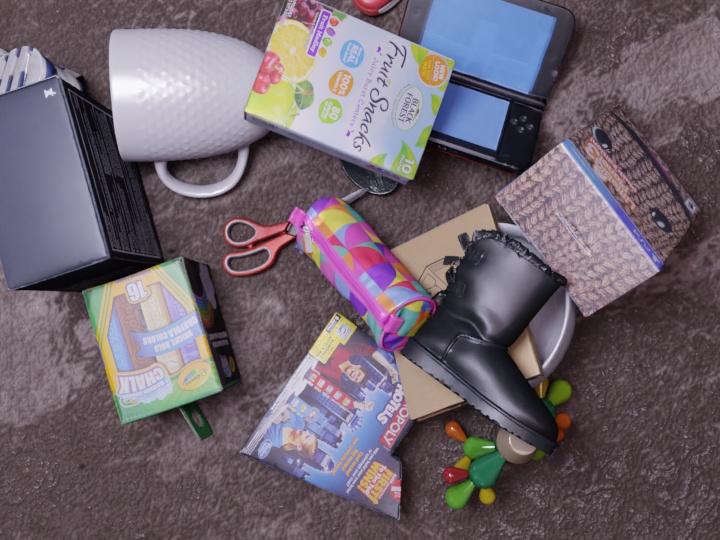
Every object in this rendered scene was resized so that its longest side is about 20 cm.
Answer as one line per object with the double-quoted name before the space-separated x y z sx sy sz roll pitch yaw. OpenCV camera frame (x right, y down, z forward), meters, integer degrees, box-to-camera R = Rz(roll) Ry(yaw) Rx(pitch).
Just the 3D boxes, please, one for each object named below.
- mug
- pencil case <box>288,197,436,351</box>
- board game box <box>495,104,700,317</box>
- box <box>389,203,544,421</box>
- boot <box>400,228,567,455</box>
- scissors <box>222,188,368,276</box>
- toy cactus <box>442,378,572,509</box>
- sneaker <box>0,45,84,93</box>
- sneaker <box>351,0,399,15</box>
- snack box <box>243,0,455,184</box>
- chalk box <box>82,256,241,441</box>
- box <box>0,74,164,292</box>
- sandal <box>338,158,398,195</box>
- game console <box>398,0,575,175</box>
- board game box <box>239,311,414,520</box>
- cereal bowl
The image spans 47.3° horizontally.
"mug" -0.194 -0.182 0.972 0.173 0.148 0.203 -3 118 -9
"pencil case" 0.000 0.000 0.939 0.088 0.088 0.200 -44 57 0
"board game box" 0.266 -0.073 0.903 0.160 0.199 0.097 53 129 3
"box" 0.102 0.048 0.922 0.162 0.021 0.203 -25 66 25
"boot" 0.151 0.065 0.832 0.197 0.073 0.163 35 88 23
"scissors" -0.079 -0.045 1.010 0.197 0.014 0.074 -13 84 5
"toy cactus" 0.168 0.185 0.925 0.199 0.165 0.103 -32 77 -6
"sneaker" -0.407 -0.221 1.005 0.197 0.115 0.082 17 86 32
"sneaker" 0.049 -0.407 0.972 0.078 0.116 0.202 29 89 3
"snack box" -0.013 -0.199 0.907 0.198 0.053 0.144 21 87 -7
"chalk box" -0.220 0.101 0.961 0.122 0.125 0.203 -17 86 2
"box" -0.330 -0.087 0.936 0.122 0.198 0.203 -17 87 1
"sandal" -0.004 -0.188 1.000 0.074 0.048 0.203 -17 88 3
"game console" 0.129 -0.232 0.955 0.197 0.119 0.174 18 55 3
"board game box" -0.006 0.189 0.980 0.199 0.062 0.201 36 89 1
"cereal bowl" 0.157 0.052 0.948 0.198 0.083 0.203 -10 72 32
